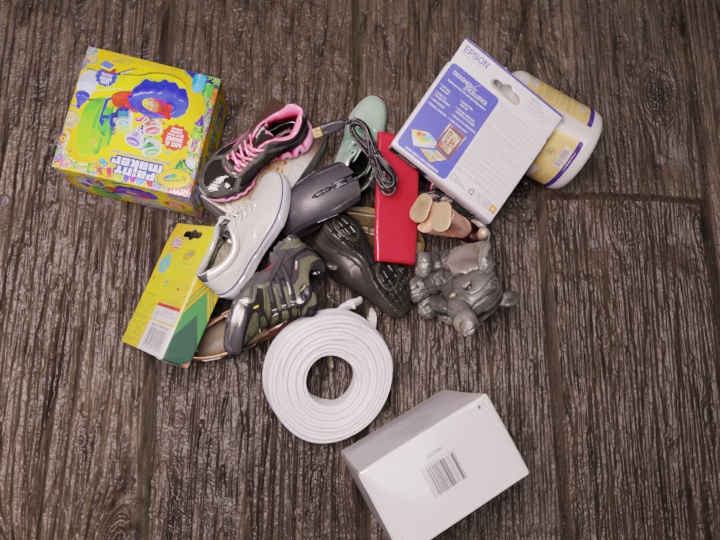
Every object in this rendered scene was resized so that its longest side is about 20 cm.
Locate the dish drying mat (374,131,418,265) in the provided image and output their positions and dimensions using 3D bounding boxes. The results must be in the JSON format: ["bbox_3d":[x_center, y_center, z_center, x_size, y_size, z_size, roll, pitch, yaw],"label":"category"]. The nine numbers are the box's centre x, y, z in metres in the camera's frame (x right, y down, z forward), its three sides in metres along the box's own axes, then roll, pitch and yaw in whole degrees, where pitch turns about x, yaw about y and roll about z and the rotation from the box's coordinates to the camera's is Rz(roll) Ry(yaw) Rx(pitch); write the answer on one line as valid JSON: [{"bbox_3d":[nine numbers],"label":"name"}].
[{"bbox_3d":[0.055,-0.111,0.893,0.076,0.018,0.202,5,82,-25],"label":"dish drying mat"}]

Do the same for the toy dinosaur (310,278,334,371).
[{"bbox_3d":[-0.091,0.058,0.914,0.200,0.047,0.088,43,92,1],"label":"toy dinosaur"}]

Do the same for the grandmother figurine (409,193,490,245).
[{"bbox_3d":[0.150,-0.068,0.909,0.121,0.199,0.061,39,102,34],"label":"grandmother figurine"}]

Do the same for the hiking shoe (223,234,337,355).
[{"bbox_3d":[-0.112,0.043,0.808,0.100,0.076,0.201,30,65,4],"label":"hiking shoe"}]

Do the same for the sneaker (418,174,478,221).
[{"bbox_3d":[0.129,-0.129,0.958,0.198,0.086,0.081,10,80,-7],"label":"sneaker"}]

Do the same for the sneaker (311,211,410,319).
[{"bbox_3d":[0.000,0.000,0.912,0.200,0.091,0.076,50,45,7],"label":"sneaker"}]

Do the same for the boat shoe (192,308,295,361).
[{"bbox_3d":[-0.174,0.086,0.862,0.199,0.072,0.076,-28,96,1],"label":"boat shoe"}]

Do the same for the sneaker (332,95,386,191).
[{"bbox_3d":[0.011,-0.202,0.932,0.073,0.118,0.202,26,80,-20],"label":"sneaker"}]

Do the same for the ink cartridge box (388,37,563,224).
[{"bbox_3d":[0.177,-0.211,0.885,0.197,0.047,0.201,36,86,-7],"label":"ink cartridge box"}]

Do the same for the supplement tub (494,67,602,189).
[{"bbox_3d":[0.284,-0.243,0.971,0.199,0.145,0.146,29,77,-2],"label":"supplement tub"}]

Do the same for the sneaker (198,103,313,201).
[{"bbox_3d":[-0.155,-0.179,0.841,0.200,0.095,0.079,-39,88,-11],"label":"sneaker"}]

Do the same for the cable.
[{"bbox_3d":[-0.046,0.159,0.866,0.198,0.069,0.202,-17,101,-14],"label":"cable"}]

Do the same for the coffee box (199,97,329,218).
[{"bbox_3d":[-0.151,-0.159,0.927,0.114,0.080,0.201,32,77,-1],"label":"coffee box"}]

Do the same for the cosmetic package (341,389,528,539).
[{"bbox_3d":[0.094,0.273,0.820,0.198,0.200,0.124,-28,87,-12],"label":"cosmetic package"}]

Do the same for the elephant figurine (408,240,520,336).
[{"bbox_3d":[0.171,0.028,0.868,0.141,0.200,0.157,19,83,-24],"label":"elephant figurine"}]

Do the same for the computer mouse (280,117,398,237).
[{"bbox_3d":[-0.056,-0.143,0.848,0.199,0.046,0.141,-24,87,5],"label":"computer mouse"}]

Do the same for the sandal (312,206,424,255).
[{"bbox_3d":[0.011,-0.071,0.946,0.198,0.054,0.081,14,121,6],"label":"sandal"}]

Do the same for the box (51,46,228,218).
[{"bbox_3d":[-0.329,-0.206,0.890,0.198,0.122,0.195,12,79,-6],"label":"box"}]

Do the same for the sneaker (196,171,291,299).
[{"bbox_3d":[-0.161,-0.060,0.807,0.073,0.071,0.201,10,70,36],"label":"sneaker"}]

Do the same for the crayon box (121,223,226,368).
[{"bbox_3d":[-0.266,0.031,0.853,0.051,0.126,0.202,33,73,-44],"label":"crayon box"}]
